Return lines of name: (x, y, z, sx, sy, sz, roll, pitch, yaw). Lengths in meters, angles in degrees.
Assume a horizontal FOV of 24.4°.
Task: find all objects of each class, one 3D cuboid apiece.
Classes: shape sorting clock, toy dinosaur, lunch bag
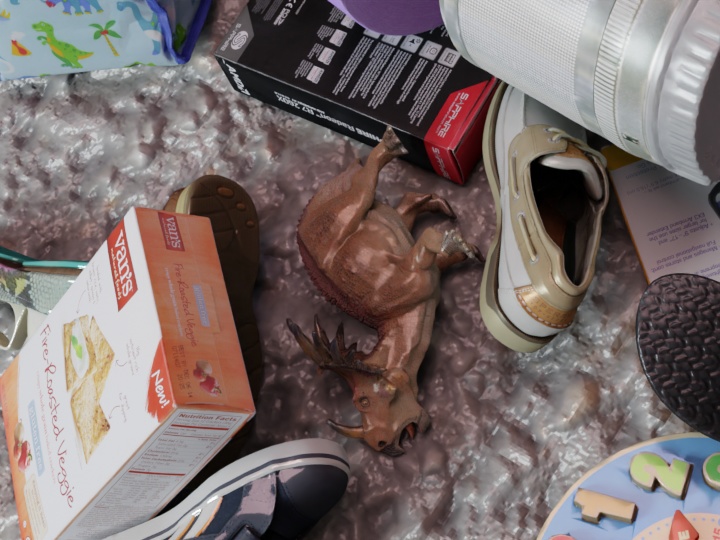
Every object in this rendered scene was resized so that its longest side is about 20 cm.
shape sorting clock: (0.185, 0.184, 0.905, 0.198, 0.039, 0.202, -8, 63, 15)
toy dinosaur: (0.000, 0.000, 1.036, 0.135, 0.086, 0.201, -35, 53, 6)
lunch bag: (-0.191, -0.249, 1.204, 0.168, 0.128, 0.201, 0, 51, 20)

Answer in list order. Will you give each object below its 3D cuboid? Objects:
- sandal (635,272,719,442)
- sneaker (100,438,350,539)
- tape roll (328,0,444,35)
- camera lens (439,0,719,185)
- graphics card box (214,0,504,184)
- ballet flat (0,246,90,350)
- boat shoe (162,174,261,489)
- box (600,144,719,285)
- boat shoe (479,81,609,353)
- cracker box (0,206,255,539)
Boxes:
sandal: (0.231, 0.073, 0.911, 0.199, 0.045, 0.076, 33, 95, -3)
sneaker: (-0.085, 0.175, 0.977, 0.199, 0.078, 0.080, -30, 53, 14)
tape roll: (0.038, -0.248, 1.021, 0.200, 0.200, 0.066, -45, 58, -7)
camera lens: (0.156, -0.160, 0.957, 0.199, 0.160, 0.160, 34, 78, 32)
graphics card box: (0.014, -0.150, 1.122, 0.199, 0.051, 0.126, 24, 73, 26)
ballet flat: (-0.216, 0.020, 1.097, 0.199, 0.069, 0.072, 9, 88, 40)
boat shoe: (-0.108, 0.042, 1.063, 0.067, 0.072, 0.202, -18, 63, 47)
box: (0.228, -0.003, 0.986, 0.118, 0.042, 0.202, -19, 63, 8)
boat shoe: (0.118, -0.050, 1.004, 0.068, 0.074, 0.202, -41, 36, 48)
cracker box: (-0.146, 0.075, 0.994, 0.200, 0.057, 0.135, -46, 49, 39)
